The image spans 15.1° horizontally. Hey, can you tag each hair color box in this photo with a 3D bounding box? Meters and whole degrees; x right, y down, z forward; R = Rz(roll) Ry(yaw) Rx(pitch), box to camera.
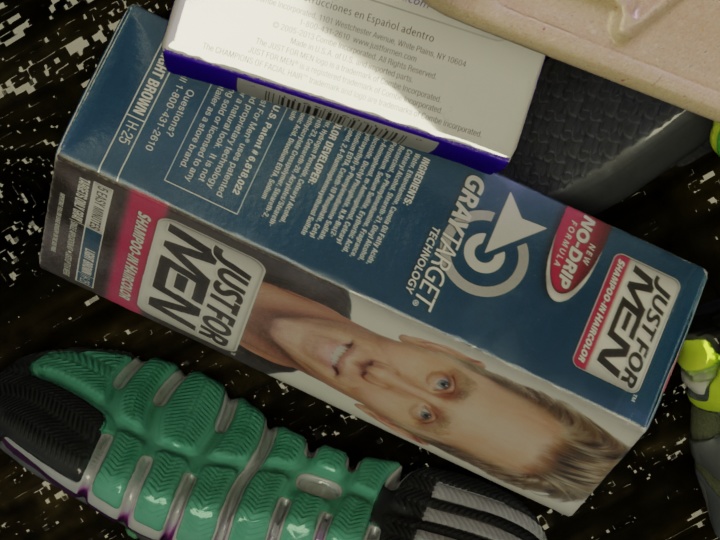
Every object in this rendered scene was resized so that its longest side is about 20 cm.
[{"bbox_3d":[0.000,0.000,0.866,0.199,0.100,0.061,24,68,0],"label":"hair color box"},{"bbox_3d":[0.020,-0.141,0.803,0.109,0.065,0.201,18,89,-3],"label":"hair color box"}]

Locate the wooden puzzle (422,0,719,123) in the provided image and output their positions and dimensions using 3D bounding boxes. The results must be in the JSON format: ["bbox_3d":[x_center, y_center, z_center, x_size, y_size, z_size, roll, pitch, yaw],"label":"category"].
[{"bbox_3d":[0.127,-0.131,0.761,0.199,0.046,0.186,19,94,-18],"label":"wooden puzzle"}]

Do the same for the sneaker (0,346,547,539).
[{"bbox_3d":[-0.040,0.097,0.912,0.199,0.074,0.088,21,125,11],"label":"sneaker"}]

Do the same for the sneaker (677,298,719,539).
[{"bbox_3d":[0.201,0.053,0.887,0.198,0.074,0.082,4,111,10],"label":"sneaker"}]

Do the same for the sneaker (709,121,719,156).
[{"bbox_3d":[0.203,-0.025,0.830,0.199,0.084,0.074,16,121,-18],"label":"sneaker"}]

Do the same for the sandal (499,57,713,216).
[{"bbox_3d":[0.129,-0.075,0.864,0.200,0.076,0.043,-36,123,11],"label":"sandal"}]
